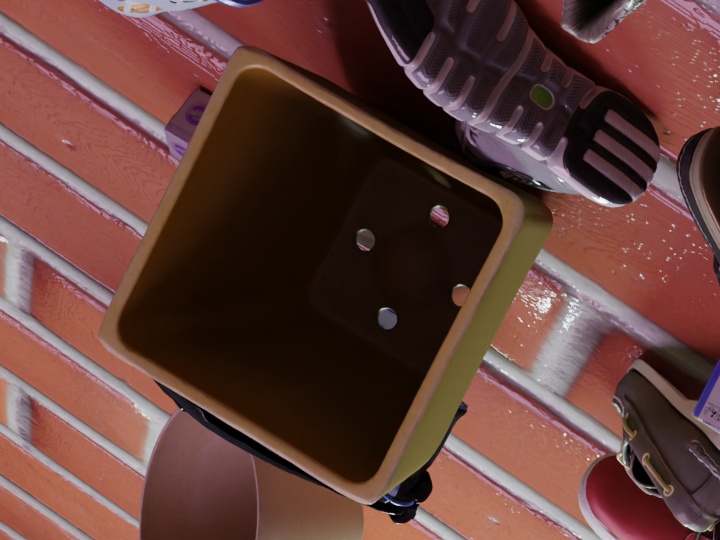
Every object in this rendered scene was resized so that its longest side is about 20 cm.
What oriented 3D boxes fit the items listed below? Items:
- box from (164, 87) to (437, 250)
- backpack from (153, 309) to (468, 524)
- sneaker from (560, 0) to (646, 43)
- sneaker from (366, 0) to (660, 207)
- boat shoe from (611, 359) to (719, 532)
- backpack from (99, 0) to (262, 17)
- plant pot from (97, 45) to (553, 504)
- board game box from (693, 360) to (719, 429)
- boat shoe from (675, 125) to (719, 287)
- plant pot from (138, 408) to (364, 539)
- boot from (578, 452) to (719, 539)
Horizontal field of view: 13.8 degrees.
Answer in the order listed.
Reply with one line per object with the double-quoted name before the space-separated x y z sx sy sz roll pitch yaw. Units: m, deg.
"box" -0.035 -0.050 1.939 0.200 0.039 0.041 31 160 15
"backpack" -0.042 0.054 1.995 0.200 0.147 0.183 26 179 -23
"sneaker" 0.116 -0.165 1.328 0.077 0.089 0.200 28 159 22
"sneaker" 0.059 -0.099 1.610 0.200 0.075 0.115 41 163 -17
"boat shoe" 0.187 0.107 1.820 0.072 0.060 0.202 45 179 -16
"backpack" -0.094 -0.221 1.443 0.154 0.201 0.191 6 151 32
"plant pot" 0.000 0.000 1.755 0.195 0.195 0.200 30 -170 16
"board game box" 0.274 0.105 1.643 0.134 0.045 0.200 27 179 24
"boat shoe" 0.216 -0.003 1.569 0.066 0.072 0.201 4 148 48
"plant pot" -0.076 0.207 2.441 0.134 0.201 0.200 5 178 -31
"boot" 0.245 0.169 1.934 0.200 0.073 0.144 29 161 -4
